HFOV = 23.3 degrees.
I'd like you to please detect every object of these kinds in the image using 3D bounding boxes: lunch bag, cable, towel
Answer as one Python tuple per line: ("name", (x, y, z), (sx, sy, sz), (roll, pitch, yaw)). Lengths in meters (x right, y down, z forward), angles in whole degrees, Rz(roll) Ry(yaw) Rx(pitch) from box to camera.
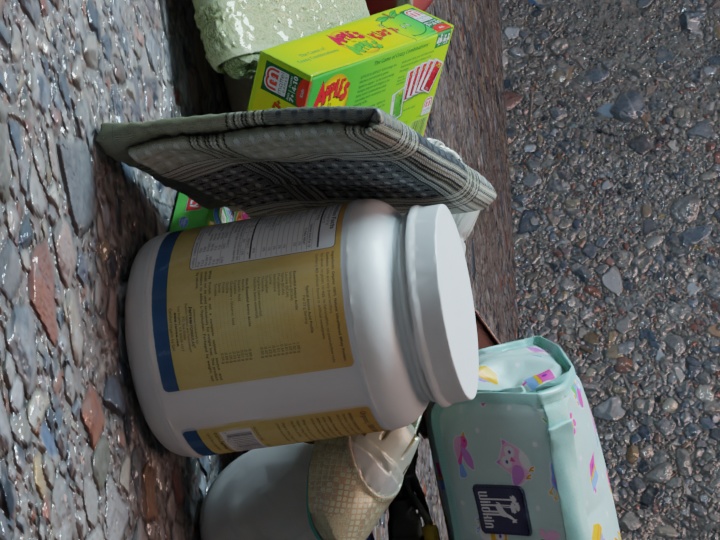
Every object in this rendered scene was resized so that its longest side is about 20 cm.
("lunch bag", (0.115, 0.146, 1.215), (0.200, 0.121, 0.172), (-146, -135, -80))
("cable", (0.043, 0.164, 1.276), (0.097, 0.050, 0.202), (156, -68, -83))
("towel", (-0.038, -0.060, 1.097), (0.192, 0.198, 0.035), (24, 67, -63))
("towel", (-0.063, -0.220, 1.305), (0.199, 0.036, 0.150), (-15, 84, -52))

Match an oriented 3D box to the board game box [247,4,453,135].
("board game box", (-0.010, -0.127, 1.301), (0.199, 0.047, 0.102), (-28, 139, -53))

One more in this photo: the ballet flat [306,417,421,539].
("ballet flat", (0.015, 0.095, 1.161), (0.067, 0.062, 0.201), (41, 42, -23))

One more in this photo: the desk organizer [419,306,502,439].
("desk organizer", (0.040, 0.042, 1.330), (0.201, 0.077, 0.072), (53, -17, -25))

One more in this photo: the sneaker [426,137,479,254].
("sneaker", (0.047, -0.081, 1.491), (0.082, 0.075, 0.200), (-61, -141, 18))

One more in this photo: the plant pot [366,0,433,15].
("plant pot", (-0.002, -0.291, 1.571), (0.178, 0.198, 0.202), (-70, 153, -49))

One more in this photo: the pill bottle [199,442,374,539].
("pill bottle", (-0.036, 0.222, 1.233), (0.201, 0.110, 0.112), (72, 15, -46))

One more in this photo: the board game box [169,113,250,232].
("board game box", (-0.092, 0.006, 1.289), (0.135, 0.029, 0.201), (-85, 165, -49))

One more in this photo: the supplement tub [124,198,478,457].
("supplement tub", (-0.034, 0.035, 1.101), (0.145, 0.198, 0.146), (-9, 90, -78))

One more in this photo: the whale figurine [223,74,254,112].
("whale figurine", (-0.053, -0.193, 1.413), (0.159, 0.103, 0.202), (40, 45, -75))

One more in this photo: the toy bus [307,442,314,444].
("toy bus", (-0.015, 0.094, 1.308), (0.078, 0.065, 0.201), (-47, 147, -18))
